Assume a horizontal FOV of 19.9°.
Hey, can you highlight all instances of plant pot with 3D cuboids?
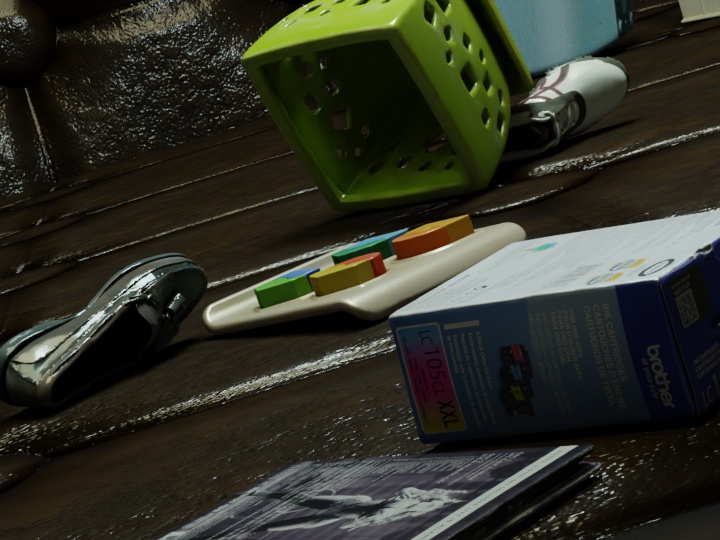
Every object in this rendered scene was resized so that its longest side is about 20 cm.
[{"bbox_3d":[0.274,-0.379,2.883,0.199,0.197,0.196,-4,13,19],"label":"plant pot"},{"bbox_3d":[0.040,-0.195,1.982,0.199,0.199,0.182,-6,37,40],"label":"plant pot"}]

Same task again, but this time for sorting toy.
[{"bbox_3d":[0.000,0.000,1.567,0.185,0.037,0.199,-24,12,-39],"label":"sorting toy"}]

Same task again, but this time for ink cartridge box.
[{"bbox_3d":[0.134,0.025,1.051,0.199,0.077,0.136,-11,11,39],"label":"ink cartridge box"}]

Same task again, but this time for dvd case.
[{"bbox_3d":[-0.008,0.117,0.950,0.199,0.016,0.148,-9,11,43],"label":"dvd case"}]

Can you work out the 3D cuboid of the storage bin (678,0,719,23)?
[{"bbox_3d":[0.580,-0.437,2.953,0.199,0.094,0.198,-22,10,-33],"label":"storage bin"}]

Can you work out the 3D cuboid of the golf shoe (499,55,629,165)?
[{"bbox_3d":[0.191,-0.150,2.062,0.199,0.078,0.088,-25,26,-11],"label":"golf shoe"}]

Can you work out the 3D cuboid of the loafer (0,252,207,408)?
[{"bbox_3d":[-0.182,0.052,1.539,0.063,0.072,0.200,19,39,40],"label":"loafer"}]
